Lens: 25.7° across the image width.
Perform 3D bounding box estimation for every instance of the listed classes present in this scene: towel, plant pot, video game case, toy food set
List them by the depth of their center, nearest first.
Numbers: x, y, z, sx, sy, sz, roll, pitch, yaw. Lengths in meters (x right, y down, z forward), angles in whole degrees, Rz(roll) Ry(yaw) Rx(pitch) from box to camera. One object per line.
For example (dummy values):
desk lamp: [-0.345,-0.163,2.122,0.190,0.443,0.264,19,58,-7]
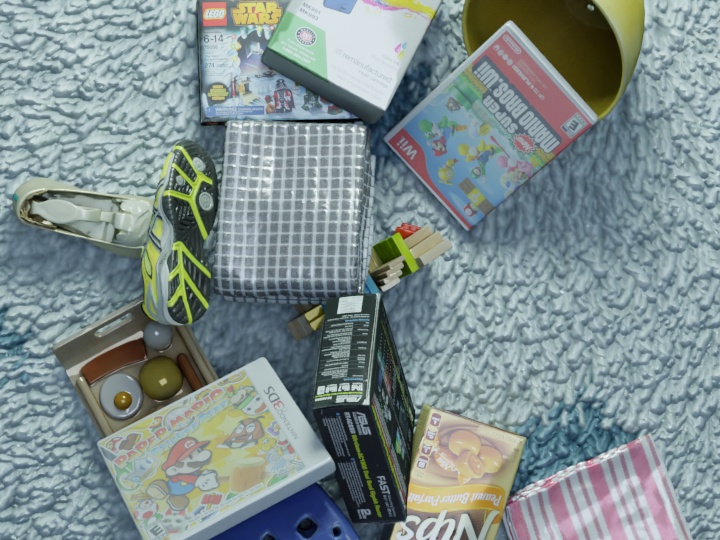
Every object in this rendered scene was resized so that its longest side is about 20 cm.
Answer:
video game case: [-0.149,0.187,1.594,0.199,0.182,0.023,-27,131,-11]
plant pot: [-0.103,0.287,1.656,0.199,0.200,0.181,-23,85,-6]
towel: [-0.070,-0.066,1.679,0.164,0.086,0.202,0,79,11]
toy food set: [-0.222,0.135,1.690,0.143,0.060,0.201,-29,78,-7]
plant pot: [0.230,-0.277,1.719,0.200,0.200,0.142,46,54,-4]
video game case: [0.140,-0.155,1.722,0.143,0.017,0.200,47,120,-4]
towel: [0.269,0.289,1.781,0.199,0.030,0.147,-23,93,-7]

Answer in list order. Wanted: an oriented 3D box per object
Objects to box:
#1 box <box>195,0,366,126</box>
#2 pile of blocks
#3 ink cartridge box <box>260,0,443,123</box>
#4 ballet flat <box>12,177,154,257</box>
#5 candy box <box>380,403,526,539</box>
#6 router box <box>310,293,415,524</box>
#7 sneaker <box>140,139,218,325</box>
box: [-0.080,-0.231,1.740,0.198,0.040,0.138,-3,88,-7]
pile of blocks: [0.000,0.000,1.725,0.199,0.082,0.062,-32,93,-6]
ink cartridge box: [0.003,-0.282,1.689,0.145,0.088,0.201,29,82,-5]
ballet flat: [-0.277,-0.054,1.700,0.199,0.069,0.070,10,88,-7]
candy box: [0.097,0.260,1.747,0.115,0.055,0.201,18,87,-7]
router box: [0.006,0.146,1.643,0.062,0.150,0.201,-6,135,12]
sneaker: [-0.201,-0.041,1.668,0.075,0.076,0.201,21,69,-43]
